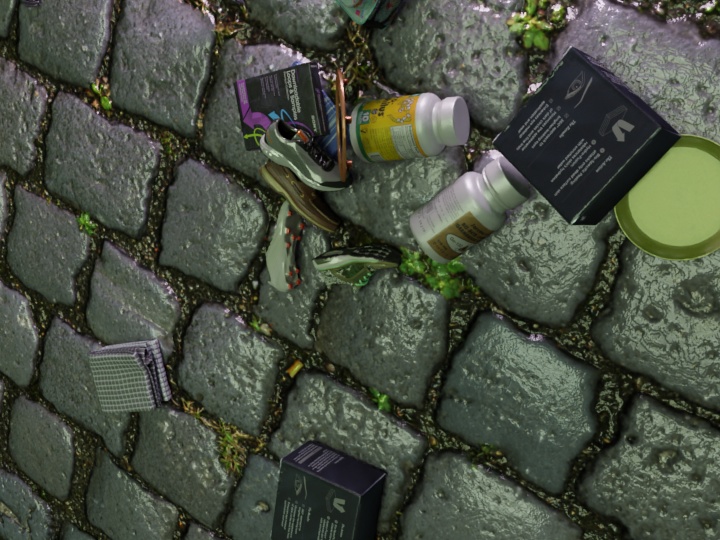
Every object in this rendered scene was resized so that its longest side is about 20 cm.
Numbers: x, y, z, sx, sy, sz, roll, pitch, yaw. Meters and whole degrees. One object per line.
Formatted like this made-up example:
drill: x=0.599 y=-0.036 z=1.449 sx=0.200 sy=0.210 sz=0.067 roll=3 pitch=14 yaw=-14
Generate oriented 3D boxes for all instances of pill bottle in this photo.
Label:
pill bottle: x=0.090 y=-0.260 z=1.356 sx=0.199 sy=0.113 sz=0.114 roll=-1 pitch=100 yaw=30
pill bottle: x=0.195 y=-0.108 z=1.329 sx=0.200 sy=0.114 sz=0.115 roll=-36 pitch=82 yaw=30

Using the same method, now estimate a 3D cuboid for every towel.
towel: x=-0.107 y=-0.303 z=1.512 sx=0.145 sy=0.024 sz=0.200 roll=-45 pitch=77 yaw=31
towel: x=-0.576 y=0.267 z=1.852 sx=0.199 sy=0.085 sz=0.167 roll=-8 pitch=98 yaw=30

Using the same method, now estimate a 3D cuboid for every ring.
ring: x=-0.030 y=-0.263 z=1.365 sx=0.019 sy=0.200 sz=0.202 roll=-2 pitch=101 yaw=-5

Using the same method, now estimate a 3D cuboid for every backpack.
backpack: x=0.018 y=-0.554 z=1.315 sx=0.200 sy=0.153 sz=0.176 roll=-46 pitch=72 yaw=21

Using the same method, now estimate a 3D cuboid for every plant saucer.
plant saucer: x=0.511 y=-0.117 z=1.201 sx=0.199 sy=0.031 sz=0.201 roll=6 pitch=102 yaw=28

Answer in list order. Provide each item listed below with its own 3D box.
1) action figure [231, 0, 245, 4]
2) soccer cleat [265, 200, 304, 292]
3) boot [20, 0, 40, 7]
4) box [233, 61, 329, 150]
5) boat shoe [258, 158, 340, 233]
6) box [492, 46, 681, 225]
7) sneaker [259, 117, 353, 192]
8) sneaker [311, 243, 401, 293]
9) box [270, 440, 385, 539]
action figure: x=-0.244 y=-0.600 z=1.476 sx=0.119 sy=0.102 sz=0.200 roll=46 pitch=164 yaw=-17
soccer cleat: x=-0.166 y=-0.052 z=1.570 sx=0.077 sy=0.069 sz=0.201 roll=14 pitch=109 yaw=30
boot: x=-0.830 y=-0.755 z=1.793 sx=0.200 sy=0.066 sz=0.165 roll=43 pitch=116 yaw=20
box: x=-0.160 y=-0.327 z=1.505 sx=0.199 sy=0.036 sz=0.144 roll=-6 pitch=99 yaw=32
boat shoe: x=-0.113 y=-0.157 z=1.505 sx=0.200 sy=0.072 sz=0.068 roll=43 pitch=106 yaw=-1
box: x=0.357 y=-0.209 z=1.197 sx=0.200 sy=0.117 sz=0.197 roll=52 pitch=121 yaw=24
sneaker: x=-0.102 y=-0.222 z=1.452 sx=0.199 sy=0.074 sz=0.079 roll=31 pitch=134 yaw=-1
sneaker: x=0.000 y=0.000 z=1.495 sx=0.199 sy=0.077 sz=0.089 roll=-2 pitch=113 yaw=34
box: x=-0.071 y=0.502 z=1.595 sx=0.199 sy=0.117 sz=0.198 roll=17 pitch=108 yaw=26
